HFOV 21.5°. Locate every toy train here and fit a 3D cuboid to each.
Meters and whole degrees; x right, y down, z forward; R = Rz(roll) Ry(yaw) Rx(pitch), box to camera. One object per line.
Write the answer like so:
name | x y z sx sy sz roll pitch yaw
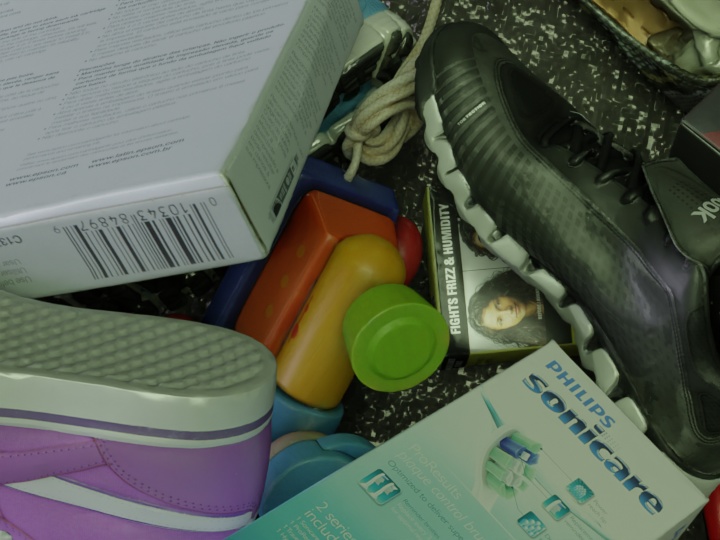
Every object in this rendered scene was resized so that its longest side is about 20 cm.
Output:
toy train | 0.000 0.000 0.716 0.084 0.116 0.200 19 108 -30

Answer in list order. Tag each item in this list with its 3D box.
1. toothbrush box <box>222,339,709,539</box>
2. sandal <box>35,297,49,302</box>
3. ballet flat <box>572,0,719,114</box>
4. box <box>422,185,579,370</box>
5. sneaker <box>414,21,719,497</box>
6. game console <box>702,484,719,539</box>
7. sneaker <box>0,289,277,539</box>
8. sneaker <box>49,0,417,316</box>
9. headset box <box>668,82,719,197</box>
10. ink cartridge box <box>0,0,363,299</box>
toothbrush box | 0.006 0.131 0.653 0.200 0.147 0.085 -26 65 -38
sandal | -0.198 0.064 0.691 0.200 0.055 0.082 -34 64 -5
ballet flat | 0.104 -0.142 0.790 0.200 0.072 0.072 42 85 5
box | 0.127 -0.005 0.782 0.199 0.050 0.076 -4 82 -2
sneaker | 0.098 -0.015 0.684 0.090 0.066 0.200 -35 85 40
game console | 0.230 0.097 0.761 0.199 0.173 0.119 -7 41 -1
sneaker | -0.133 0.066 0.640 0.200 0.073 0.115 13 118 6
sneaker | -0.073 -0.054 0.789 0.200 0.078 0.090 -38 64 -5
headset box | 0.222 -0.044 0.721 0.149 0.075 0.200 41 72 18
ink cartridge box | -0.102 -0.063 0.720 0.199 0.200 0.041 -9 127 24
